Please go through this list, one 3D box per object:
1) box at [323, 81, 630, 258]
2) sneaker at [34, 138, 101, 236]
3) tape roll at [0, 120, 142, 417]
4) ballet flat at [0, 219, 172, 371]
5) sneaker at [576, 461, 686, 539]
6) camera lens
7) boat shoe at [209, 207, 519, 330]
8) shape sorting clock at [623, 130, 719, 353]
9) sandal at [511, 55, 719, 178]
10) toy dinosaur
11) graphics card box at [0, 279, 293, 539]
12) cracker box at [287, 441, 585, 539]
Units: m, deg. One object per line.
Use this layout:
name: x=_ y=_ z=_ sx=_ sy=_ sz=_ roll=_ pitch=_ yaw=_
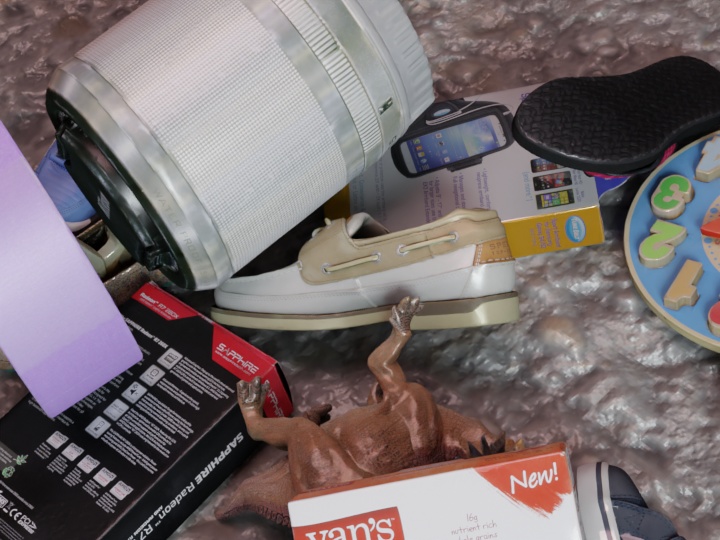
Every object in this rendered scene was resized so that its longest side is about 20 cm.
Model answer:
box: x=0.074 y=-0.059 z=1.074 sx=0.198 sy=0.042 sz=0.120 roll=-8 pitch=48 yaw=7
sneaker: x=-0.178 y=-0.102 z=1.159 sx=0.075 sy=0.077 sz=0.201 roll=20 pitch=60 yaw=28
tape roll: x=-0.203 y=-0.018 z=0.946 sx=0.065 sy=0.201 sz=0.200 roll=-32 pitch=49 yaw=-10
ballet flat: x=-0.167 y=-0.009 z=1.082 sx=0.199 sy=0.068 sz=0.068 roll=-37 pitch=48 yaw=-16
sneaker: x=0.161 y=0.182 z=0.814 sx=0.079 sy=0.079 sz=0.202 roll=-16 pitch=58 yaw=8
camera lens: x=-0.076 y=-0.099 z=1.000 sx=0.199 sy=0.161 sz=0.160 roll=-39 pitch=50 yaw=-13
boat shoe: x=0.000 y=0.000 z=0.997 sx=0.198 sy=0.075 sz=0.069 roll=-3 pitch=93 yaw=23
shape sorting clock: x=0.256 y=-0.024 z=0.987 sx=0.198 sy=0.039 sz=0.201 roll=-8 pitch=49 yaw=10
sandal: x=0.165 y=-0.088 z=1.030 sx=0.199 sy=0.045 sz=0.075 roll=-19 pitch=58 yaw=-44
toy dinosaur: x=0.007 y=0.111 z=0.921 sx=0.198 sy=0.086 sz=0.136 roll=-24 pitch=54 yaw=3
graphics card box: x=-0.150 y=0.109 z=0.987 sx=0.125 sy=0.051 sz=0.200 roll=28 pitch=62 yaw=35
cracker box: x=0.051 y=0.191 z=0.777 sx=0.132 sy=0.058 sz=0.202 roll=-12 pitch=86 yaw=8
